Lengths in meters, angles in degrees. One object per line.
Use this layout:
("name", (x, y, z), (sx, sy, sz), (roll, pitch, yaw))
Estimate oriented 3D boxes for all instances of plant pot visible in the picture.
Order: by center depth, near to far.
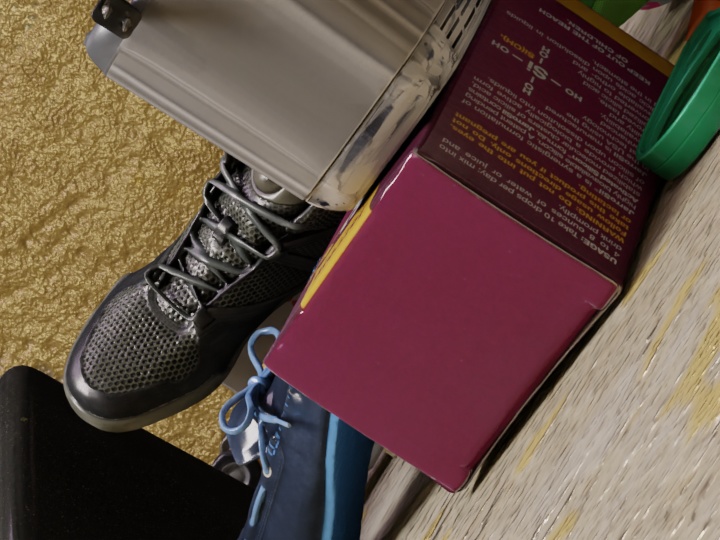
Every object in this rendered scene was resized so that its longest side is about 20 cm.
("plant pot", (-0.142, 0.202, 1.291), (0.200, 0.199, 0.177), (-57, 15, 14))

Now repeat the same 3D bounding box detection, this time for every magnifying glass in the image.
("magnifying glass", (0.151, -0.094, 1.097), (0.080, 0.022, 0.200), (-56, 5, 23))

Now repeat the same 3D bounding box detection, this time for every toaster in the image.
("toaster", (-0.025, -0.108, 1.056), (0.114, 0.129, 0.200), (-54, 4, 23))

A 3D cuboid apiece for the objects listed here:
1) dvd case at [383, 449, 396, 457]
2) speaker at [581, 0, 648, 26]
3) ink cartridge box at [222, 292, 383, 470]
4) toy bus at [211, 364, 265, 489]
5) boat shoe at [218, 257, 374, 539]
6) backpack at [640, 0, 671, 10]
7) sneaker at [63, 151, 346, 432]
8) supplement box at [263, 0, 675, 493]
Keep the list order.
("dvd case", (0.074, 0.000, 1.396), (0.200, 0.016, 0.149), (-57, 3, 13))
("speaker", (0.145, -0.189, 1.258), (0.200, 0.088, 0.088), (-42, 10, 28))
("ink cartridge box", (0.000, 0.000, 1.316), (0.200, 0.115, 0.068), (-58, 4, -19))
("toy bus", (-0.019, 0.055, 1.414), (0.065, 0.078, 0.200), (-74, 6, -79))
("boat shoe", (-0.034, 0.081, 1.186), (0.084, 0.069, 0.200), (-49, -28, -59))
("backpack", (0.132, -0.243, 1.389), (0.150, 0.178, 0.200), (-9, -42, -44))
("sneaker", (-0.065, -0.011, 1.207), (0.199, 0.076, 0.114), (-37, -25, -14))
("supplement box", (0.055, -0.023, 1.095), (0.131, 0.103, 0.200), (-54, 5, 32))
